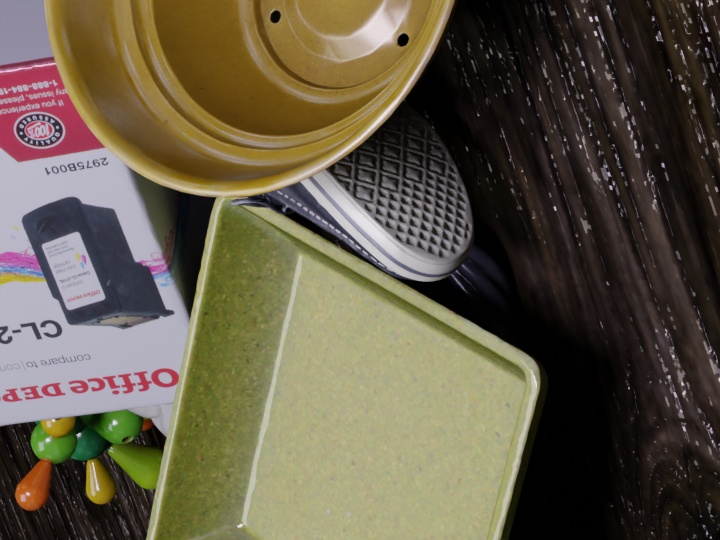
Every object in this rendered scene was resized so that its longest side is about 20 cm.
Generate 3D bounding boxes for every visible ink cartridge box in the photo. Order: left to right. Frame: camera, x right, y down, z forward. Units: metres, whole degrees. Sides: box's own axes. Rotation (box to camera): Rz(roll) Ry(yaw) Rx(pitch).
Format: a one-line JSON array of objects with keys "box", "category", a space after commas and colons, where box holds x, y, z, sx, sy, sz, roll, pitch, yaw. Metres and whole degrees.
[{"box": [-0.152, -0.029, 1.138, 0.083, 0.145, 0.200, -79, -24, -51], "category": "ink cartridge box"}]

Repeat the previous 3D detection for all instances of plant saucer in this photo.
[{"box": [0.000, 0.086, 1.082, 0.199, 0.048, 0.201, 30, 117, 37], "category": "plant saucer"}]

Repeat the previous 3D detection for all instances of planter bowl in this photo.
[{"box": [-0.025, -0.124, 0.986, 0.200, 0.083, 0.201, -4, 83, 31], "category": "planter bowl"}]

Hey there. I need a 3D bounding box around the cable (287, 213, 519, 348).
[{"box": [0.000, 0.000, 1.139, 0.200, 0.051, 0.163, 51, 152, 27], "category": "cable"}]

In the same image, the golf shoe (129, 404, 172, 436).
[{"box": [-0.067, 0.050, 1.312, 0.092, 0.075, 0.200, 45, 155, 3], "category": "golf shoe"}]

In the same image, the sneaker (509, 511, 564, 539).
[{"box": [0.083, 0.168, 1.109, 0.200, 0.074, 0.089, 16, 125, 59], "category": "sneaker"}]

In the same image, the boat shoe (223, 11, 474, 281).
[{"box": [-0.024, -0.053, 1.053, 0.200, 0.074, 0.062, 42, 132, 31], "category": "boat shoe"}]

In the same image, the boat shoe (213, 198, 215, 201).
[{"box": [-0.106, -0.100, 1.245, 0.065, 0.074, 0.201, -16, 97, 38], "category": "boat shoe"}]

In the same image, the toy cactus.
[{"box": [-0.192, 0.087, 1.448, 0.165, 0.200, 0.103, 13, 83, 37], "category": "toy cactus"}]
